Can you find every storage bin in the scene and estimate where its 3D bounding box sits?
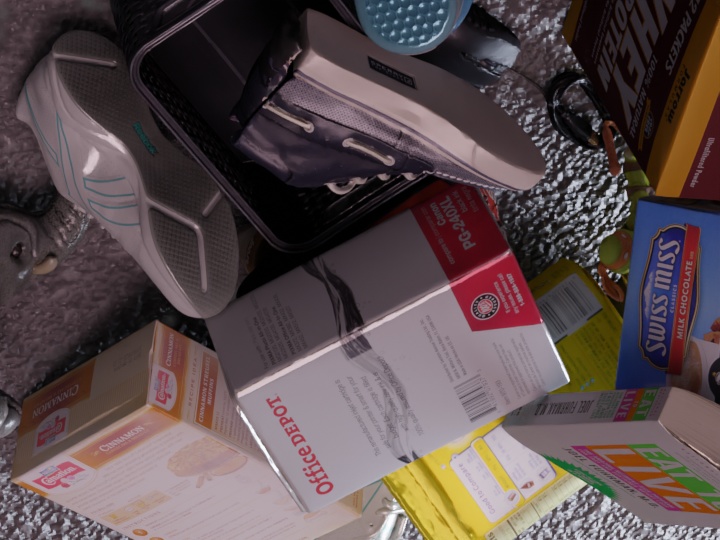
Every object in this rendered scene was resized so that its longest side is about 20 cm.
[{"bbox_3d":[-0.053,-0.126,1.444,0.135,0.094,0.200,-33,127,10],"label":"storage bin"}]

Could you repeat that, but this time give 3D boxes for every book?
[{"bbox_3d":[0.195,0.119,1.460,0.134,0.200,0.048,32,73,-18],"label":"book"}]

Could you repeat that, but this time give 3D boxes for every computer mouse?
[{"bbox_3d":[0.103,-0.129,1.523,0.200,0.034,0.059,27,114,-31],"label":"computer mouse"}]

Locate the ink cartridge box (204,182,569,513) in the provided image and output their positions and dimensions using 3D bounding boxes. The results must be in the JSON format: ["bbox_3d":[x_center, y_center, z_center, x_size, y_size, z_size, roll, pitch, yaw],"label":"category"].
[{"bbox_3d":[0.017,0.052,1.468,0.200,0.083,0.145,-27,137,1],"label":"ink cartridge box"}]

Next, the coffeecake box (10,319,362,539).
[{"bbox_3d":[-0.120,0.133,1.599,0.200,0.073,0.153,31,136,-33],"label":"coffeecake box"}]

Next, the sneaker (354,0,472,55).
[{"bbox_3d":[0.024,-0.232,1.403,0.079,0.131,0.200,-4,93,9],"label":"sneaker"}]

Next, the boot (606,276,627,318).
[{"bbox_3d":[0.151,0.080,1.669,0.097,0.075,0.200,3,127,-21],"label":"boot"}]

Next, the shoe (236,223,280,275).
[{"bbox_3d":[0.000,0.000,1.587,0.200,0.053,0.070,16,90,-30],"label":"shoe"}]

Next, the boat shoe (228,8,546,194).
[{"bbox_3d":[0.012,-0.082,1.398,0.200,0.075,0.093,27,122,-22],"label":"boat shoe"}]

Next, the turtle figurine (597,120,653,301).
[{"bbox_3d":[0.216,-0.001,1.583,0.064,0.200,0.161,-24,160,40],"label":"turtle figurine"}]

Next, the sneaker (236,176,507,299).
[{"bbox_3d":[0.019,0.009,1.528,0.201,0.067,0.108,-32,109,-24],"label":"sneaker"}]

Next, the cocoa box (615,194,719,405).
[{"bbox_3d":[0.273,0.016,1.474,0.200,0.131,0.133,-12,111,-55],"label":"cocoa box"}]

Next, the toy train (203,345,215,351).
[{"bbox_3d":[-0.048,0.064,1.609,0.200,0.034,0.046,-4,158,-7],"label":"toy train"}]

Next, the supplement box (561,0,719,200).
[{"bbox_3d":[0.263,-0.149,1.446,0.197,0.200,0.133,4,125,-19],"label":"supplement box"}]

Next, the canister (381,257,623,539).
[{"bbox_3d":[0.106,0.104,1.584,0.200,0.087,0.149,-36,103,-4],"label":"canister"}]

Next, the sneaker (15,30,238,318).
[{"bbox_3d":[-0.148,-0.055,1.443,0.080,0.070,0.200,-31,90,47],"label":"sneaker"}]

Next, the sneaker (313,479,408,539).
[{"bbox_3d":[0.018,0.157,1.670,0.200,0.080,0.070,-46,140,20],"label":"sneaker"}]

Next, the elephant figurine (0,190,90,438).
[{"bbox_3d":[-0.270,0.009,1.479,0.141,0.155,0.200,22,112,11],"label":"elephant figurine"}]
